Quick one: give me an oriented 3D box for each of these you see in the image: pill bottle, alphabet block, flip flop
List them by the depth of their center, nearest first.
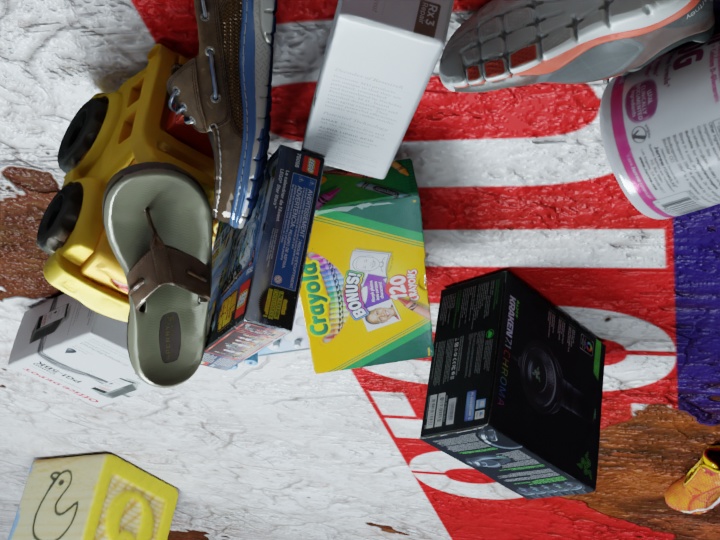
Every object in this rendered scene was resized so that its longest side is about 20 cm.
[{"bbox_3d":[0.276,-0.114,0.726,0.199,0.114,0.113,-18,140,40],"label":"pill bottle"},{"bbox_3d":[-0.145,0.011,0.795,0.081,0.058,0.201,-8,123,-19],"label":"flip flop"},{"bbox_3d":[-0.473,0.450,1.887,0.199,0.196,0.196,-12,146,33],"label":"alphabet block"}]

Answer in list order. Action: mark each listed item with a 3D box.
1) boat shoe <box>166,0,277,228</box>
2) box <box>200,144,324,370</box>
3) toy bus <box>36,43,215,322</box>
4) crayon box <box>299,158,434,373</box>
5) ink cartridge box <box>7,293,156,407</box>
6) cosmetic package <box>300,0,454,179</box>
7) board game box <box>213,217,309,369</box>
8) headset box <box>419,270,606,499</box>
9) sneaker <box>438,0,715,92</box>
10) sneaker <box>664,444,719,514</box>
[{"bbox_3d":[-0.100,-0.132,0.765,0.072,0.201,0.072,5,-174,-2],"label":"boat shoe"},{"bbox_3d":[-0.088,-0.002,0.857,0.040,0.138,0.200,16,162,-17],"label":"box"},{"bbox_3d":[-0.150,-0.080,0.857,0.135,0.201,0.192,29,139,-31],"label":"toy bus"},{"bbox_3d":[0.000,0.000,0.977,0.118,0.058,0.201,-8,131,0],"label":"crayon box"},{"bbox_3d":[-0.317,0.092,1.317,0.147,0.083,0.200,32,144,-34],"label":"ink cartridge box"},{"bbox_3d":[0.012,-0.153,0.736,0.074,0.102,0.200,14,157,-3],"label":"cosmetic package"},{"bbox_3d":[-0.055,0.011,1.036,0.199,0.026,0.201,-8,131,0],"label":"board game box"},{"bbox_3d":[0.169,0.128,1.122,0.093,0.175,0.200,-18,139,41],"label":"headset box"},{"bbox_3d":[0.150,-0.152,0.741,0.199,0.077,0.082,-11,146,34],"label":"sneaker"},{"bbox_3d":[0.460,0.260,1.384,0.077,0.073,0.200,39,142,-4],"label":"sneaker"}]
